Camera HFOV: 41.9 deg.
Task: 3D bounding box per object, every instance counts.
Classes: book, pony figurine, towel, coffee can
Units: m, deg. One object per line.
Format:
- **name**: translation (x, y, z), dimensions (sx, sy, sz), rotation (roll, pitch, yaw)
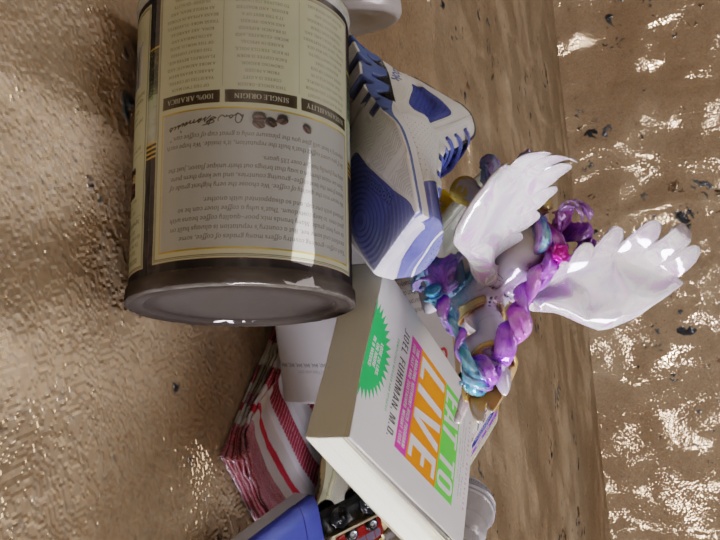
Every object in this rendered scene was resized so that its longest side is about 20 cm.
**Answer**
- **book**: translation (0.030, 0.105, 0.694), dimensions (0.200, 0.048, 0.134), rotation (54, 41, -47)
- **pony figurine**: translation (0.114, -0.007, 0.678), dimensions (0.166, 0.193, 0.200), rotation (28, 26, -20)
- **towel**: translation (-0.055, 0.129, 0.804), dimensions (0.200, 0.023, 0.145), rotation (-71, 150, -48)
- **coffee can**: translation (-0.077, -0.073, 0.618), dimensions (0.146, 0.146, 0.201), rotation (28, 59, -66)

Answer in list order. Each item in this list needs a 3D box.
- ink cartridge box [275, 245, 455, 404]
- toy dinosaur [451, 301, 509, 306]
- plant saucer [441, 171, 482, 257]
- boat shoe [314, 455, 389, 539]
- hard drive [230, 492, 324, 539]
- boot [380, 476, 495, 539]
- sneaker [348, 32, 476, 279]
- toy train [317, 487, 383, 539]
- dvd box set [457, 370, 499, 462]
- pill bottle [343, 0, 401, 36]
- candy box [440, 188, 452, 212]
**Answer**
- **ink cartridge box**: translation (0.000, 0.000, 0.780), dimensions (0.145, 0.084, 0.201), rotation (-10, 95, -51)
- **toy dinosaur**: translation (0.057, 0.067, 0.897), dimensions (0.060, 0.200, 0.106), rotation (20, 31, -36)
- **plant saucer**: translation (0.086, -0.016, 0.996), dimensions (0.050, 0.200, 0.200), rotation (40, 24, 5)
- **boat shoe**: translation (-0.004, 0.205, 0.813), dimensions (0.074, 0.066, 0.201), rotation (-2, 98, -80)
- **hard drive**: translation (-0.084, 0.253, 0.625), dimensions (0.200, 0.025, 0.133), rotation (-25, 109, -54)
- **boot**: translation (0.038, 0.265, 0.821), dimensions (0.073, 0.200, 0.096), rotation (36, 32, -2)
- **sneaker**: translation (0.041, -0.087, 0.684), dimensions (0.115, 0.081, 0.200), rotation (11, 46, -33)
- **toy train**: translation (-0.004, 0.201, 0.755), dimensions (0.199, 0.034, 0.046), rotation (-20, 99, -32)
- **dvd box set**: translation (0.091, 0.171, 0.928), dimensions (0.147, 0.029, 0.200), rotation (-55, 160, -18)
- **pill bottle**: translation (-0.027, -0.325, 0.862), dimensions (0.114, 0.114, 0.201), rotation (-8, 92, -69)
- **candy box**: translation (0.043, -0.023, 1.006), dimensions (0.026, 0.102, 0.200), rotation (43, 26, 2)
